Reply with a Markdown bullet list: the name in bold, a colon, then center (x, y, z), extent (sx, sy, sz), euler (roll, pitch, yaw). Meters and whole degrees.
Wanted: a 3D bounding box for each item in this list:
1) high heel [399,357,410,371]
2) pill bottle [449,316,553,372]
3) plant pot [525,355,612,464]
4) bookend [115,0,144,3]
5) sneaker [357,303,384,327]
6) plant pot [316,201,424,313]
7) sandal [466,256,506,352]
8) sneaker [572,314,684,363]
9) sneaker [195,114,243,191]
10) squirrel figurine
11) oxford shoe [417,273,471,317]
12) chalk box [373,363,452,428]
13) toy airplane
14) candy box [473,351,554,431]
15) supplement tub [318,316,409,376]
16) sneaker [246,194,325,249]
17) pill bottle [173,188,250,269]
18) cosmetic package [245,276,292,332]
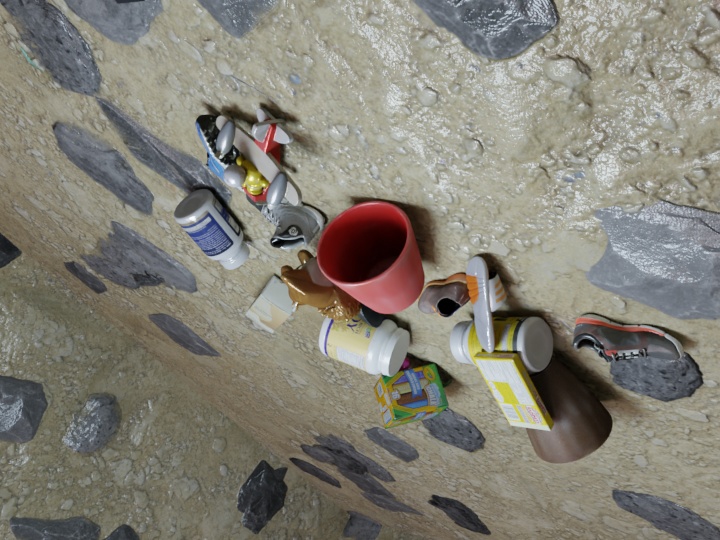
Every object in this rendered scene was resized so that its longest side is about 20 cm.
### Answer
- **high heel**: center (0.046, 0.235, 1.875), extent (0.200, 0.068, 0.096), euler (1, 150, 49)
- **pill bottle**: center (0.297, 0.155, 1.456), extent (0.200, 0.114, 0.114), euler (-4, 136, 47)
- **plant pot**: center (0.423, 0.286, 1.499), extent (0.187, 0.187, 0.200), euler (-12, 117, 52)
- **bookend**: center (-0.388, -0.478, 1.026), extent (0.092, 0.200, 0.199), euler (11, 145, 34)
- **sneaker**: center (-0.020, 0.059, 1.665), extent (0.088, 0.074, 0.200), euler (-12, 120, 53)
- **plant pot**: center (0.037, -0.014, 1.384), extent (0.200, 0.201, 0.177), euler (12, 157, 32)
- **sandal**: center (0.261, 0.063, 1.374), extent (0.079, 0.059, 0.207), euler (-139, 36, -65)
- **sneaker**: center (0.495, 0.148, 1.280), extent (0.200, 0.082, 0.077), euler (12, 146, 33)
- **sneaker**: center (-0.301, -0.245, 1.445), extent (0.089, 0.079, 0.200), euler (11, 146, 29)
- **squirrel figurine**: center (-0.092, 0.050, 1.510), extent (0.200, 0.142, 0.187), euler (41, 151, -6)
- **oxford shoe**: center (0.172, 0.067, 1.479), extent (0.071, 0.073, 0.200), euler (36, 152, -9)
- **chalk box**: center (0.154, 0.335, 1.833), extent (0.200, 0.124, 0.125), euler (-9, 156, -15)
- **toy airplane**: center (-0.204, -0.213, 1.329), extent (0.200, 0.141, 0.199), euler (12, 130, 56)
- **candy box**: center (0.318, 0.251, 1.414), extent (0.102, 0.026, 0.200), euler (-5, 124, 46)
- **supplement tub**: center (0.010, 0.179, 1.744), extent (0.200, 0.146, 0.146), euler (18, 149, 22)
- **sneaker**: center (-0.188, -0.111, 1.506), extent (0.200, 0.116, 0.075), euler (23, 151, 15)
- **pill bottle**: center (-0.365, -0.097, 1.708), extent (0.111, 0.111, 0.200), euler (5, 142, 40)
- **cosmetic package**: center (-0.248, 0.100, 1.935), extent (0.105, 0.071, 0.200), euler (35, 152, -6)
